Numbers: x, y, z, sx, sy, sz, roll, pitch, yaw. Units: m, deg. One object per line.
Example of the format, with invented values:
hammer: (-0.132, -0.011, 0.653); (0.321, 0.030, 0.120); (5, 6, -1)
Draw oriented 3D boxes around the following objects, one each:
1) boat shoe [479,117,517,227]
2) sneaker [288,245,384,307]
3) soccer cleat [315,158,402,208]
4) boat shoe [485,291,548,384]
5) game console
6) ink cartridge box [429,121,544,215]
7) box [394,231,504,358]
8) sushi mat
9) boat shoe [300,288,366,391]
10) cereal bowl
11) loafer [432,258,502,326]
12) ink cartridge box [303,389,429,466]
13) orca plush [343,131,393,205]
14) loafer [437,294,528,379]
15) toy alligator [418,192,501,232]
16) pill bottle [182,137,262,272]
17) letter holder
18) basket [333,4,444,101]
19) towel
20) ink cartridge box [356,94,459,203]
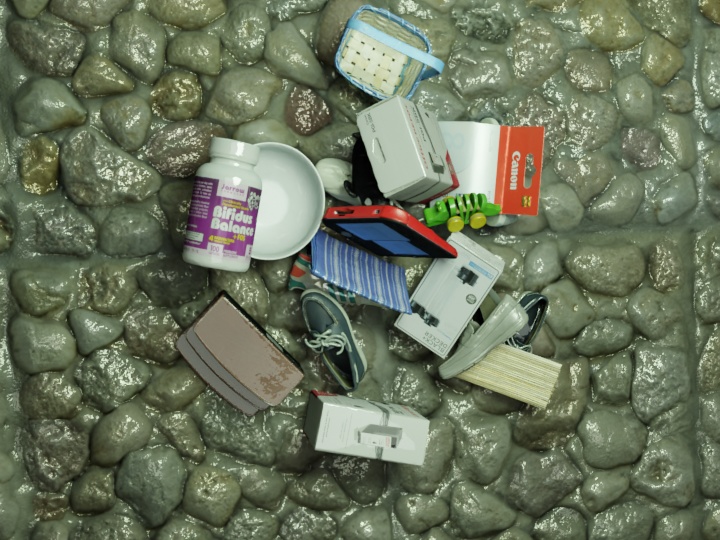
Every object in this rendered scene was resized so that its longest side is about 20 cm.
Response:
boat shoe: (0.261, -0.185, 1.447); (0.070, 0.070, 0.205); (-5, 89, -35)
sneaker: (-0.040, 0.035, 1.395); (0.197, 0.071, 0.095); (25, 105, -14)
soccer cleat: (0.006, -0.140, 1.382); (0.198, 0.078, 0.070); (34, 86, -11)
boat shoe: (0.298, 0.134, 1.464); (0.074, 0.062, 0.202); (36, 86, -13)
game console: (0.046, -0.060, 1.309); (0.176, 0.198, 0.032); (34, 71, -39)
ink cartridge box: (0.226, -0.185, 1.386); (0.197, 0.047, 0.164); (6, 93, 28)
box: (0.160, 0.043, 1.379); (0.116, 0.060, 0.202); (33, 112, 3)
sushi mat: (0.271, 0.187, 1.437); (0.196, 0.012, 0.097); (19, 105, 10)
boat shoe: (-0.052, 0.127, 1.360); (0.074, 0.062, 0.203); (-13, 117, 21)
cereal bowl: (-0.163, -0.120, 1.345); (0.196, 0.083, 0.205); (-1, 93, -11)
loafer: (0.201, 0.038, 1.428); (0.070, 0.075, 0.200); (-45, 101, -20)
ink cartridge box: (0.008, 0.279, 1.366); (0.196, 0.147, 0.085); (12, 88, -13)
orca plush: (0.030, -0.187, 1.339); (0.103, 0.071, 0.203); (12, 56, -8)
loafer: (0.216, 0.124, 1.401); (0.199, 0.070, 0.070); (-41, 78, 14)
toy alligator: (0.154, -0.106, 1.339); (0.196, 0.055, 0.060); (-9, 53, -5)
pill bottle: (-0.218, -0.106, 1.235); (0.110, 0.112, 0.204); (9, 92, -12)
letter holder: (-0.218, 0.158, 1.339); (0.142, 0.101, 0.200); (-46, 100, -5)
basket: (0.044, -0.370, 1.316); (0.174, 0.200, 0.141); (24, 87, -11)
towel: (0.000, 0.000, 1.354); (0.197, 0.146, 0.024); (23, 118, -17)
ink cartridge box: (0.086, -0.202, 1.310); (0.082, 0.199, 0.149); (-21, 84, 22)
